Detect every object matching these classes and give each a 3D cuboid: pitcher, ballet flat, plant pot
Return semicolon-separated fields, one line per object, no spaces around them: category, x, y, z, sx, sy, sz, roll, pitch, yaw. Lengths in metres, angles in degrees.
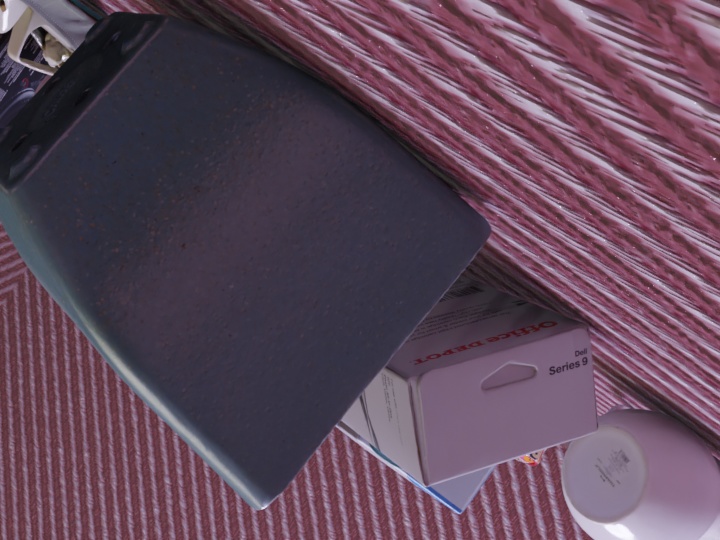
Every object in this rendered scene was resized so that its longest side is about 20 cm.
pitcher;0.248;0.174;0.975;0.199;0.122;0.172;21;-159;-46
ballet flat;-0.222;-0.174;0.732;0.067;0.064;0.200;31;175;22
plant pot;-0.092;-0.031;0.607;0.200;0.197;0.196;44;171;-29

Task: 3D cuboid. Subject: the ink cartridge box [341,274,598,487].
ink cartridge box;0.061;0.074;0.825;0.200;0.145;0.085;-155;53;-65

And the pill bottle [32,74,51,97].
pill bottle;-0.185;-0.100;0.936;0.199;0.120;0.120;31;176;29

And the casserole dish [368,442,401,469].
casserole dish;0.081;0.092;0.959;0.121;0.200;0.039;31;141;22

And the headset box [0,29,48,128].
headset box;-0.335;-0.171;1.051;0.075;0.149;0.200;33;177;14

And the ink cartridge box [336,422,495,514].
ink cartridge box;0.051;0.180;1.227;0.144;0.085;0.200;37;174;-10

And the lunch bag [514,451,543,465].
lunch bag;0.126;0.140;1.241;0.199;0.082;0.176;34;176;-1
